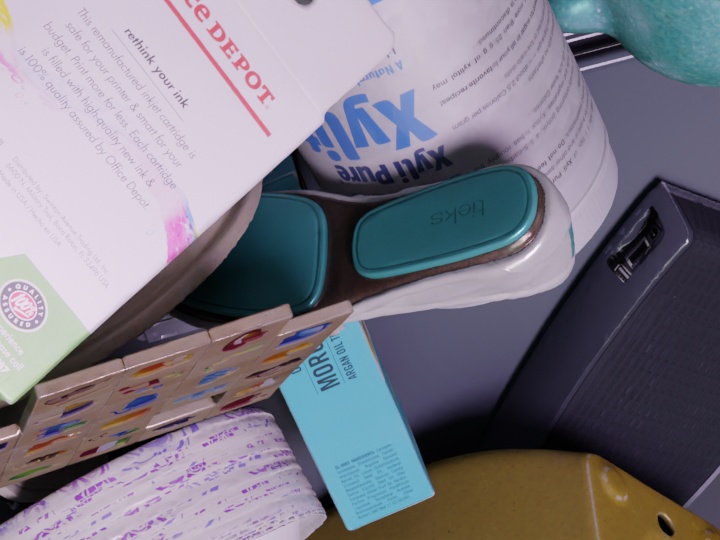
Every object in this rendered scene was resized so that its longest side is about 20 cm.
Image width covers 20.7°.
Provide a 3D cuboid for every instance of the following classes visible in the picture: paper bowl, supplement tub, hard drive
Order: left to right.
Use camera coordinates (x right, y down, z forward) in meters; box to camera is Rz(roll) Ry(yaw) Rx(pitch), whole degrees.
[{"bbox_3d":[-0.108,0.160,0.969,0.200,0.105,0.201,-29,170,-6],"label":"paper bowl"},{"bbox_3d":[0.022,-0.096,0.866,0.132,0.132,0.200,-27,126,6],"label":"supplement tub"},{"bbox_3d":[0.162,0.057,1.063,0.134,0.042,0.200,18,119,-25],"label":"hard drive"}]

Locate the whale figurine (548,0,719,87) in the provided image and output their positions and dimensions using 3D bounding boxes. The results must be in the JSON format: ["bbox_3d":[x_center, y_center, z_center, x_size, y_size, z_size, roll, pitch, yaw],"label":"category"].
[{"bbox_3d":[0.139,-0.160,0.865,0.200,0.104,0.159,34,112,-31],"label":"whale figurine"}]

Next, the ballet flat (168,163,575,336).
[{"bbox_3d":[0.000,0.000,0.837,0.199,0.070,0.070,-8,132,27],"label":"ballet flat"}]

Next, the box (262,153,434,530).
[{"bbox_3d":[-0.025,0.023,0.957,0.049,0.082,0.201,-23,122,0],"label":"box"}]

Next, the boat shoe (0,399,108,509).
[{"bbox_3d":[-0.181,0.082,0.943,0.062,0.073,0.200,-8,161,12],"label":"boat shoe"}]

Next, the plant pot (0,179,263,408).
[{"bbox_3d":[-0.169,-0.070,0.816,0.200,0.201,0.184,-25,116,5],"label":"plant pot"}]

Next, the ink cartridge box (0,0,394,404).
[{"bbox_3d":[-0.098,-0.062,0.722,0.200,0.067,0.117,-42,108,-16],"label":"ink cartridge box"}]

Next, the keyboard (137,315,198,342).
[{"bbox_3d":[-0.023,-0.013,0.991,0.199,0.011,0.056,-16,122,-3],"label":"keyboard"}]

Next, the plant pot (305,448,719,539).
[{"bbox_3d":[0.092,0.204,1.030,0.195,0.195,0.200,31,127,-30],"label":"plant pot"}]

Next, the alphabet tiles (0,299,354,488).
[{"bbox_3d":[-0.094,0.055,0.800,0.167,0.008,0.200,-18,169,-19],"label":"alphabet tiles"}]
